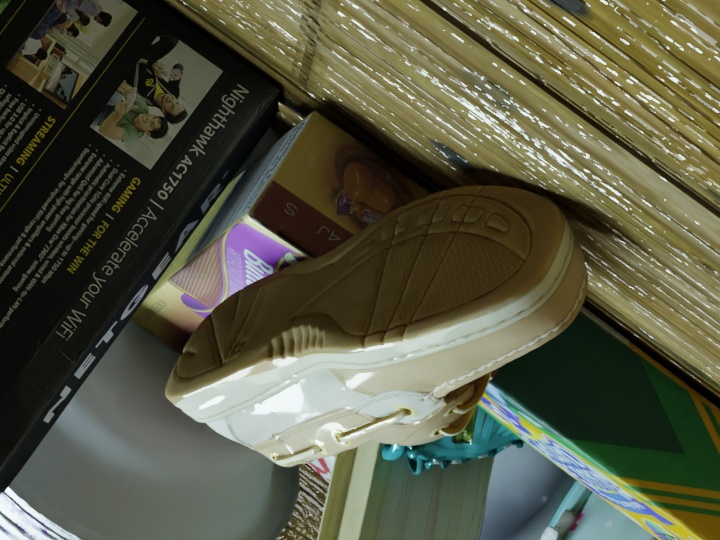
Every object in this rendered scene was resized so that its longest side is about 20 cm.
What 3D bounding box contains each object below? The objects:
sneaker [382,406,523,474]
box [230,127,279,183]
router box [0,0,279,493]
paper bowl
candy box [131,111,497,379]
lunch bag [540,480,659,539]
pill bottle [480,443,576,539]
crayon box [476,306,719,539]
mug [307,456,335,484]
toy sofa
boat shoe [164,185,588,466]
[{"bbox_3d":[0.046,0.072,1.019,0.200,0.080,0.078,22,168,-1],"label":"sneaker"},{"bbox_3d":[-0.107,-0.043,0.947,0.200,0.041,0.156,16,156,35],"label":"box"},{"bbox_3d":[-0.149,-0.032,0.781,0.149,0.200,0.051,36,172,2],"label":"router box"},{"bbox_3d":[-0.119,0.068,0.926,0.201,0.104,0.201,28,-147,-21],"label":"paper bowl"},{"bbox_3d":[-0.017,0.011,0.823,0.117,0.056,0.200,35,159,-11],"label":"candy box"},{"bbox_3d":[0.151,0.183,0.981,0.077,0.160,0.200,29,172,46],"label":"lunch bag"},{"bbox_3d":[0.161,0.177,1.127,0.200,0.109,0.109,38,174,-21],"label":"pill bottle"},{"bbox_3d":[0.134,0.085,0.826,0.200,0.052,0.126,36,175,-3],"label":"crayon box"},{"bbox_3d":[0.021,0.125,1.310,0.200,0.133,0.178,40,130,0],"label":"mug"},{"bbox_3d":[0.018,0.129,1.056,0.098,0.200,0.083,17,146,-6],"label":"toy sofa"},{"bbox_3d":[0.014,0.027,0.688,0.069,0.074,0.200,43,145,-23],"label":"boat shoe"}]
